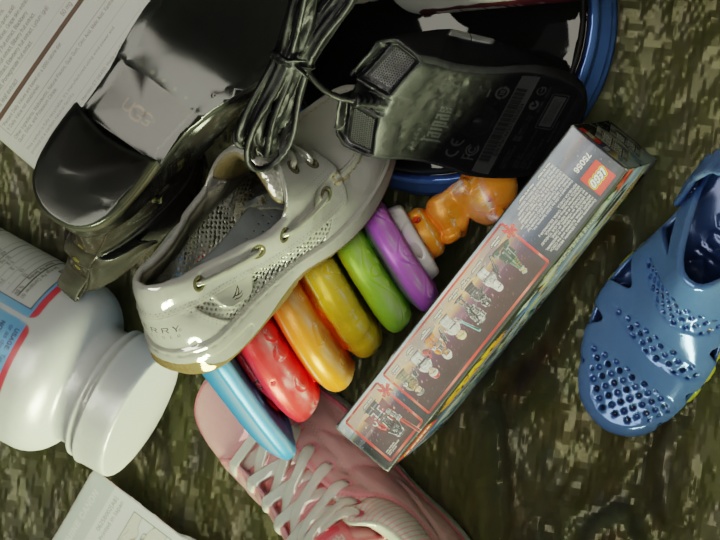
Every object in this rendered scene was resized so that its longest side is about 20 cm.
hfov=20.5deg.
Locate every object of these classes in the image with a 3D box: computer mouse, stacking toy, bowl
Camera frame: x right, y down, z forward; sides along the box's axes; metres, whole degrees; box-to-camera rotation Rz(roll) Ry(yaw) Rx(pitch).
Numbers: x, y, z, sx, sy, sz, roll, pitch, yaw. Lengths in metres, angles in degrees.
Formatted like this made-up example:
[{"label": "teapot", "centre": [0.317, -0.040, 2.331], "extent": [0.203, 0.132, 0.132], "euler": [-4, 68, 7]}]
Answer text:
[{"label": "computer mouse", "centre": [0.035, -0.114, 0.999], "extent": [0.046, 0.199, 0.141], "euler": [60, 139, 42]}, {"label": "stacking toy", "centre": [0.000, 0.000, 1.080], "extent": [0.199, 0.110, 0.116], "euler": [-32, 40, 3]}, {"label": "bowl", "centre": [0.042, -0.142, 1.110], "extent": [0.199, 0.039, 0.202], "euler": [1, 94, 16]}]

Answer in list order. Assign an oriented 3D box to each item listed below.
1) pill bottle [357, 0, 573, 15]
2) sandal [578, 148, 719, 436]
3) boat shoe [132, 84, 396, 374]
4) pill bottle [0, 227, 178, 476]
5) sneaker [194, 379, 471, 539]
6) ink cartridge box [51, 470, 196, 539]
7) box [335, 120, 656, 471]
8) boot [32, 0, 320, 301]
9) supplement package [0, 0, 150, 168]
[{"label": "pill bottle", "centre": [0.068, -0.192, 1.019], "extent": [0.199, 0.114, 0.115], "euler": [-3, 93, 16]}, {"label": "sandal", "centre": [0.177, 0.001, 1.057], "extent": [0.079, 0.087, 0.201], "euler": [31, 103, 10]}, {"label": "boat shoe", "centre": [-0.046, -0.037, 1.024], "extent": [0.071, 0.200, 0.070], "euler": [14, 142, 32]}, {"label": "pill bottle", "centre": [-0.210, 0.036, 1.159], "extent": [0.199, 0.109, 0.109], "euler": [29, 101, 12]}, {"label": "sneaker", "centre": [-0.023, 0.125, 1.114], "extent": [0.200, 0.105, 0.075], "euler": [40, 105, 12]}, {"label": "ink cartridge box", "centre": [-0.110, 0.237, 1.181], "extent": [0.200, 0.057, 0.163], "euler": [36, 103, 20]}, {"label": "box", "centre": [0.075, 0.010, 1.059], "extent": [0.040, 0.137, 0.200], "euler": [39, 103, 7]}, {"label": "boot", "centre": [-0.100, -0.074, 1.058], "extent": [0.200, 0.174, 0.069], "euler": [-44, 83, -7]}, {"label": "supplement package", "centre": [-0.184, -0.150, 1.131], "extent": [0.200, 0.121, 0.120], "euler": [40, 103, 11]}]
